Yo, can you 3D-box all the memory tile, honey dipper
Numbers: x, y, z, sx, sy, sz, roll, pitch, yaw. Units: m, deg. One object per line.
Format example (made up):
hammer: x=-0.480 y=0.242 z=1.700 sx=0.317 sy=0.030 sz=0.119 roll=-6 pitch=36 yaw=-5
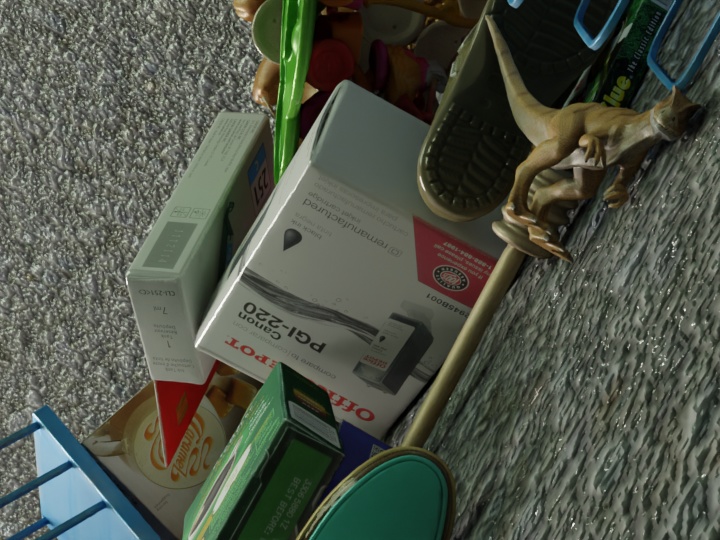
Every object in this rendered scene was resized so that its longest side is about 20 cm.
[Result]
memory tile: x=0.041 y=-0.161 z=1.179 sx=0.154 sy=0.200 sz=0.017 roll=-53 pitch=-1 yaw=-3
honey dipper: x=0.062 y=0.032 z=0.954 sx=0.201 sy=0.038 sz=0.038 roll=-61 pitch=6 yaw=11

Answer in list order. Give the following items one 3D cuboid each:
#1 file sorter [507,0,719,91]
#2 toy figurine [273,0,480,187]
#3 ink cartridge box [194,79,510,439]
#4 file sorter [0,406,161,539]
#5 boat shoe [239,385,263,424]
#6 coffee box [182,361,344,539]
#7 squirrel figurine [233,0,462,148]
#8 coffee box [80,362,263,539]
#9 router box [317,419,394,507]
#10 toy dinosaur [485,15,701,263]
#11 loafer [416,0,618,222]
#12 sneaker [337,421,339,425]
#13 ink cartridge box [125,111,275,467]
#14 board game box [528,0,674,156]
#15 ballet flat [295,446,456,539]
file sorter: x=0.104 y=-0.195 z=0.884 sx=0.123 sy=0.199 sz=0.139 roll=-61 pitch=6 yaw=14
toy figurine: x=0.042 y=-0.142 z=1.114 sx=0.150 sy=0.183 sz=0.201 roll=-105 pitch=20 yaw=-67
ink cartridge box: x=0.000 y=0.000 z=1.086 sx=0.200 sy=0.145 sz=0.085 roll=-55 pitch=11 yaw=46
file sorter: x=-0.229 y=0.236 z=1.296 sx=0.122 sy=0.200 sz=0.139 roll=-29 pitch=-34 yaw=-29
boat shoe: x=-0.073 y=0.168 z=1.287 sx=0.202 sy=0.073 sz=0.063 roll=-62 pitch=12 yaw=14
coffee box: x=-0.059 y=0.128 z=1.003 sx=0.123 sy=0.044 sz=0.200 roll=-60 pitch=7 yaw=2
squirrel figurine: x=0.008 y=-0.168 z=1.272 sx=0.199 sy=0.142 sz=0.187 roll=-32 pitch=23 yaw=18
coffee box: x=-0.124 y=0.130 z=1.398 sx=0.200 sy=0.114 sz=0.080 roll=-41 pitch=-9 yaw=-31
router box: x=-0.049 y=0.212 z=0.978 sx=0.180 sy=0.049 sz=0.200 roll=-57 pitch=7 yaw=32
toy dinosaur: x=0.109 y=-0.066 z=0.886 sx=0.107 sy=0.060 sz=0.200 roll=-59 pitch=30 yaw=-5
loafer: x=0.085 y=-0.111 z=0.997 sx=0.201 sy=0.076 sz=0.067 roll=-55 pitch=5 yaw=-21
sneaker: x=-0.069 y=0.176 z=1.197 sx=0.201 sy=0.073 sz=0.087 roll=-59 pitch=5 yaw=15
ink cartridge box: x=-0.101 y=0.013 z=1.230 sx=0.201 sy=0.044 sz=0.177 roll=-67 pitch=-23 yaw=-49
board game box: x=0.133 y=-0.104 z=1.061 sx=0.105 sy=0.023 sz=0.200 roll=-60 pitch=6 yaw=-17
ballet flat: x=-0.016 y=0.176 z=0.818 sx=0.201 sy=0.068 sz=0.063 roll=-61 pitch=-8 yaw=-9
